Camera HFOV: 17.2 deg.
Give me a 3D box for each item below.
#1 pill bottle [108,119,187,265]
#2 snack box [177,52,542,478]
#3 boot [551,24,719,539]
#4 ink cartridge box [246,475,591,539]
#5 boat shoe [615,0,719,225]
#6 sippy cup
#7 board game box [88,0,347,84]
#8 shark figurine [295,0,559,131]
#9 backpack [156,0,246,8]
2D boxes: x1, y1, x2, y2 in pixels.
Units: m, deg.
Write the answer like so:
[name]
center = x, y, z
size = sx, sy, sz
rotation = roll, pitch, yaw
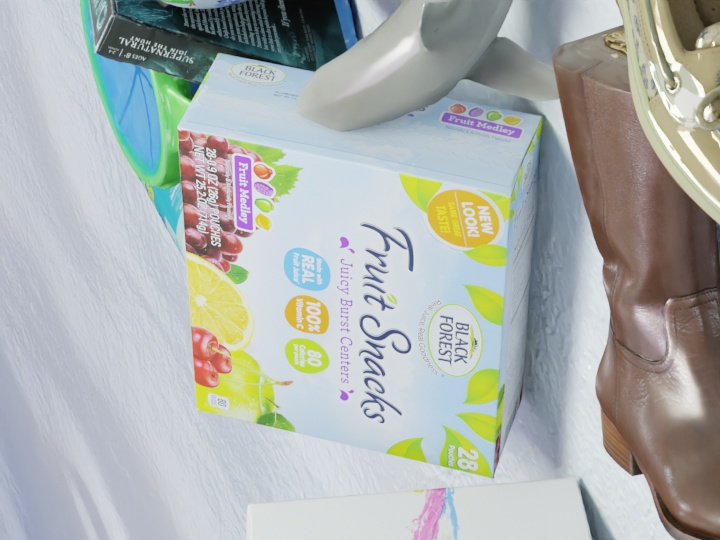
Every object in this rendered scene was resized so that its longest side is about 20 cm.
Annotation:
[pill bottle]
center = -0.086, -0.081, 1.453
size = 0.111, 0.110, 0.200
rotation = 93, 154, -47
[snack box]
center = 0.000, 0.000, 1.191
size = 0.201, 0.168, 0.068
rotation = 91, -164, -45
[boot]
center = 0.137, 0.003, 0.966
size = 0.186, 0.064, 0.201
rotation = -148, 48, -60
[ink cartridge box]
center = 0.045, 0.197, 1.219
size = 0.129, 0.199, 0.126
rotation = 94, 170, -49
[boat shoe]
center = 0.130, -0.097, 0.860
size = 0.063, 0.073, 0.201
rotation = 103, 145, -63
[sippy cup]
center = -0.076, -0.130, 1.344
size = 0.140, 0.130, 0.178
rotation = 115, 134, -64
[board game box]
center = -0.081, -0.164, 1.245
size = 0.028, 0.135, 0.200
rotation = -60, 27, 33
[shark figurine]
center = 0.038, -0.145, 1.043
size = 0.128, 0.089, 0.215
rotation = 20, 114, 18
[backpack]
center = -0.059, -0.228, 1.147
size = 0.154, 0.199, 0.191
rotation = -1, 110, 58
